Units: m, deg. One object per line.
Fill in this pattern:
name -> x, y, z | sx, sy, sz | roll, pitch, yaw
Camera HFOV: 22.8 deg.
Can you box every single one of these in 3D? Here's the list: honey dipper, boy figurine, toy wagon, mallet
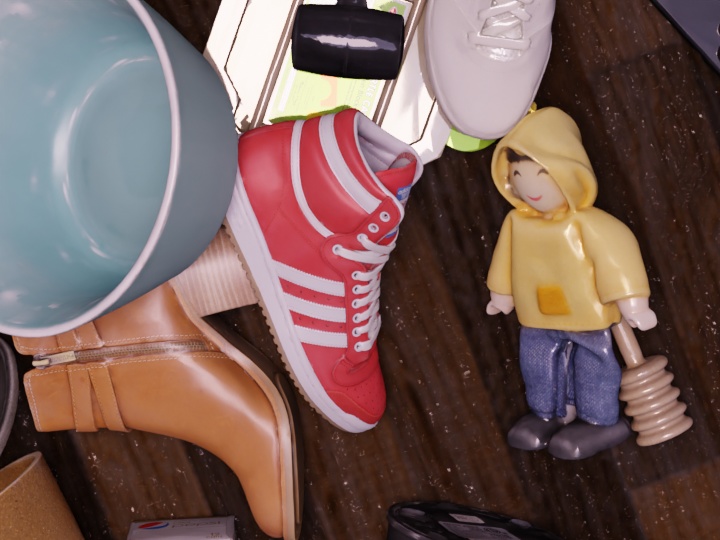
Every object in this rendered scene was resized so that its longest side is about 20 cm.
honey dipper -> 0.149, 0.008, 1.086 | 0.038, 0.038, 0.201 | -22, 93, 0
boy figurine -> 0.120, 0.007, 1.044 | 0.064, 0.124, 0.201 | -21, 113, -39
toy wagon -> 0.007, -0.113, 1.065 | 0.199, 0.040, 0.156 | 20, 95, -5
mallet -> -0.010, -0.208, 1.011 | 0.065, 0.041, 0.202 | -2, 98, 1

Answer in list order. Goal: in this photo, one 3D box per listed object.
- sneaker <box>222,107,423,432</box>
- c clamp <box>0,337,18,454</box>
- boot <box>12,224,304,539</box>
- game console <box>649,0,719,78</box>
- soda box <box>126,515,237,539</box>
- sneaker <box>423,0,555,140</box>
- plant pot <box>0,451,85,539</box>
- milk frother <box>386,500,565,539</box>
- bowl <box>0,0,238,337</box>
sneaker -> 0.000, 0.000, 1.032 | 0.112, 0.071, 0.201 | -17, 114, 19
c clamp -> -0.280, 0.120, 1.031 | 0.199, 0.171, 0.027 | -29, 133, 0
boot -> -0.120, 0.079, 1.068 | 0.154, 0.074, 0.201 | -15, 90, 2
game console -> 0.295, -0.178, 1.030 | 0.200, 0.116, 0.176 | -44, 96, 2
soda box -> -0.103, 0.254, 1.086 | 0.068, 0.064, 0.202 | -3, 97, -2
sneaker -> 0.083, -0.169, 0.996 | 0.075, 0.089, 0.201 | 8, 103, -7
plant pot -> -0.203, 0.238, 1.006 | 0.186, 0.186, 0.201 | -33, 95, 1
milk frother -> 0.088, 0.254, 1.027 | 0.179, 0.200, 0.189 | 10, 96, -7
bowl -> -0.145, -0.065, 0.979 | 0.200, 0.105, 0.202 | -1, 88, 34
